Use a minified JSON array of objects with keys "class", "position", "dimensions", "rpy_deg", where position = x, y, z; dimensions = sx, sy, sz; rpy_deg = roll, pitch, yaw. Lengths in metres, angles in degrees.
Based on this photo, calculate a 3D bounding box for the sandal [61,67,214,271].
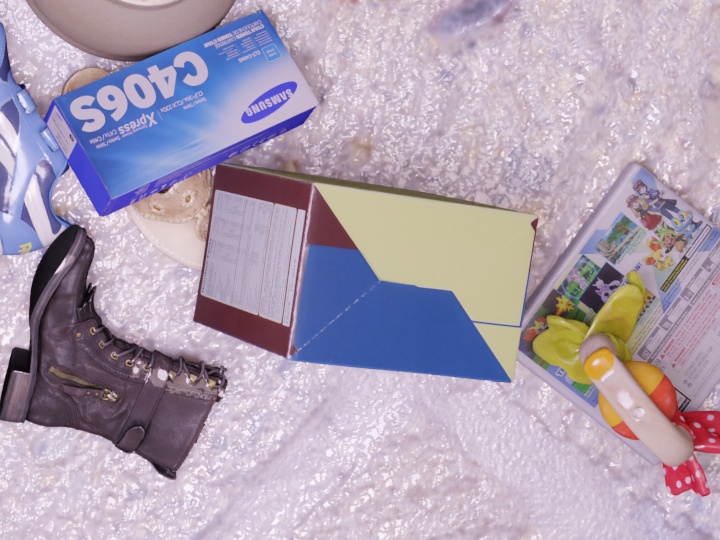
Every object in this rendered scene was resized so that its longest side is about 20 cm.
[{"class":"sandal","position":[-0.165,-0.076,1.689],"dimensions":[0.078,0.070,0.212],"rpy_deg":[-41,102,-5]}]

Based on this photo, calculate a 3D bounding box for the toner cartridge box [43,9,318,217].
[{"class":"toner cartridge box","position":[-0.141,-0.127,1.657],"dimensions":[0.200,0.043,0.095],"rpy_deg":[-28,82,-27]}]

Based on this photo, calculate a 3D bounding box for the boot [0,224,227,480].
[{"class":"boot","position":[-0.191,0.067,1.692],"dimensions":[0.174,0.069,0.200],"rpy_deg":[15,116,-14]}]

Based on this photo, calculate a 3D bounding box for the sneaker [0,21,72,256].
[{"class":"sneaker","position":[-0.278,-0.109,1.664],"dimensions":[0.082,0.074,0.201],"rpy_deg":[-8,104,-13]}]

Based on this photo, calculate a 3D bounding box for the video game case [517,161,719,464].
[{"class":"video game case","position":[0.247,0.038,1.814],"dimensions":[0.182,0.022,0.200],"rpy_deg":[37,88,-13]}]

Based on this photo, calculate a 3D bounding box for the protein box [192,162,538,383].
[{"class":"protein box","position":[0.000,0.000,1.646],"dimensions":[0.198,0.200,0.135],"rpy_deg":[7,94,-26]}]

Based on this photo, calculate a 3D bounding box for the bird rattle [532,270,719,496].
[{"class":"bird rattle","position":[0.229,0.113,1.734],"dimensions":[0.112,0.163,0.200],"rpy_deg":[-31,92,12]}]

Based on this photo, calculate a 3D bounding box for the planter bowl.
[{"class":"planter bowl","position":[-0.175,-0.265,1.636],"dimensions":[0.200,0.135,0.201],"rpy_deg":[-1,96,-11]}]
